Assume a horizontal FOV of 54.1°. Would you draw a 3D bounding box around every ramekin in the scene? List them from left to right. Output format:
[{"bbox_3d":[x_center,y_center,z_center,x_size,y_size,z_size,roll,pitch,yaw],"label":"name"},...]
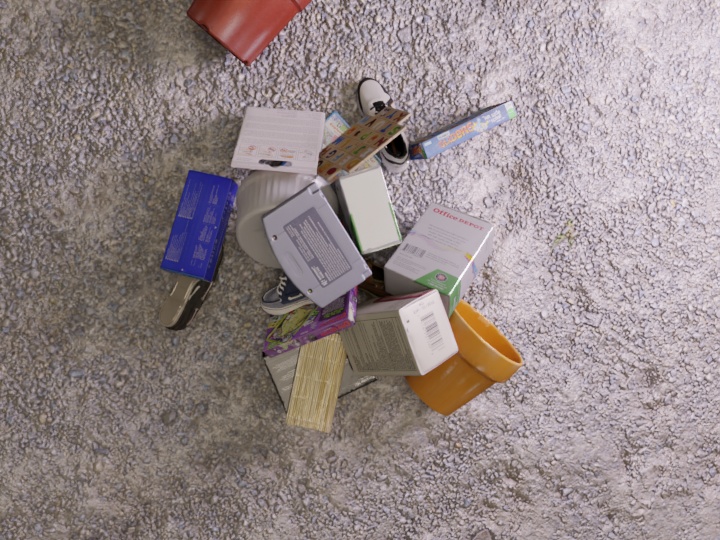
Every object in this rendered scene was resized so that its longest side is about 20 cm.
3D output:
[{"bbox_3d":[-0.142,-0.092,1.339,0.198,0.201,0.098,9,50,-9],"label":"ramekin"}]

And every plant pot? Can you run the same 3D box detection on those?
[{"bbox_3d":[-0.210,-0.507,1.320,0.200,0.201,0.196,39,95,-9],"label":"plant pot"},{"bbox_3d":[0.194,0.185,1.431,0.200,0.200,0.184,38,104,-9],"label":"plant pot"}]

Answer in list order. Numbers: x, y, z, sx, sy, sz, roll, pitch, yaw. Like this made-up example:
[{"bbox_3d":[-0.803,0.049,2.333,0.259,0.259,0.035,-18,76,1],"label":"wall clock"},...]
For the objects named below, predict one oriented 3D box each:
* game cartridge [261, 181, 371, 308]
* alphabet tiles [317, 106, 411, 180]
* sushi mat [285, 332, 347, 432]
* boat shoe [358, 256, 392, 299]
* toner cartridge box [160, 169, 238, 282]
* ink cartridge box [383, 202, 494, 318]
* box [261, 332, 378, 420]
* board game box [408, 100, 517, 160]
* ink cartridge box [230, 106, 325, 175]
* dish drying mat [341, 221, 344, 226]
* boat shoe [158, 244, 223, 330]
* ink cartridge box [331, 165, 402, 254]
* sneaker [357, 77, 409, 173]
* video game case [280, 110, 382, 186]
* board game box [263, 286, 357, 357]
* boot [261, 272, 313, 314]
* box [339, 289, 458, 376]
[{"bbox_3d":[-0.084,-0.039,1.255,0.133,0.041,0.201,-33,109,-4],"label":"game cartridge"},{"bbox_3d":[-0.003,-0.240,1.319,0.200,0.166,0.006,-39,121,-7],"label":"alphabet tiles"},{"bbox_3d":[-0.084,0.215,1.392,0.095,0.012,0.202,12,93,-9],"label":"sushi mat"},{"bbox_3d":[0.000,0.000,1.417,0.199,0.072,0.068,21,133,-28],"label":"boat shoe"},{"bbox_3d":[-0.311,-0.087,1.369,0.094,0.043,0.202,13,81,12],"label":"toner cartridge box"},{"bbox_3d":[0.156,-0.024,1.384,0.144,0.088,0.201,23,58,22],"label":"ink cartridge box"},{"bbox_3d":[-0.083,0.194,1.435,0.198,0.079,0.142,-23,95,-7],"label":"box"},{"bbox_3d":[0.199,-0.279,1.415,0.199,0.135,0.035,-26,101,-6],"label":"board game box"},{"bbox_3d":[-0.152,-0.234,1.338,0.159,0.201,0.050,4,137,-2],"label":"ink cartridge box"},{"bbox_3d":[-0.046,-0.049,1.454,0.199,0.018,0.077,-34,97,-5],"label":"dish drying mat"},{"bbox_3d":[-0.329,0.029,1.406,0.067,0.057,0.201,29,85,26],"label":"boat shoe"},{"bbox_3d":[0.008,-0.115,1.350,0.082,0.200,0.148,-18,96,-5],"label":"ink cartridge box"},{"bbox_3d":[0.052,-0.299,1.416,0.073,0.080,0.202,-24,88,-4],"label":"sneaker"},{"bbox_3d":[-0.073,-0.203,1.440,0.200,0.018,0.143,-45,98,-3],"label":"video game case"},{"bbox_3d":[-0.096,0.087,1.366,0.199,0.121,0.032,-22,125,25],"label":"board game box"},{"bbox_3d":[-0.132,0.024,1.367,0.198,0.073,0.090,-16,132,31],"label":"boot"},{"bbox_3d":[0.065,0.120,1.331,0.108,0.199,0.129,-26,99,-37],"label":"box"}]
